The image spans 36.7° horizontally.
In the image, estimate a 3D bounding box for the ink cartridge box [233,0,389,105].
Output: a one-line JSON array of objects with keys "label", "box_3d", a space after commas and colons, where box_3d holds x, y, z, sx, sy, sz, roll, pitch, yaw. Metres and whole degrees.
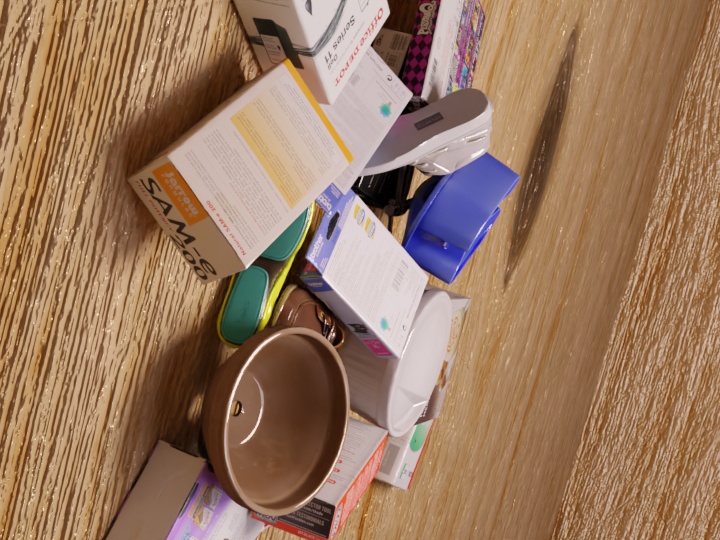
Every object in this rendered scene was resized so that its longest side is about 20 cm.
[{"label": "ink cartridge box", "box_3d": [-0.051, -0.288, 1.090, 0.147, 0.083, 0.200, -60, 154, -23]}]

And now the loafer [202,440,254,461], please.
[{"label": "loafer", "box_3d": [-0.114, 0.203, 1.319, 0.200, 0.062, 0.073, -9, 115, -63]}]

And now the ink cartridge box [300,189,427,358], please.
[{"label": "ink cartridge box", "box_3d": [0.000, 0.000, 1.280, 0.200, 0.042, 0.120, 49, 51, -38]}]

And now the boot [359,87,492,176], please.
[{"label": "boot", "box_3d": [0.068, -0.140, 1.295, 0.198, 0.074, 0.096, -20, 145, -4]}]

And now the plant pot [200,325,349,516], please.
[{"label": "plant pot", "box_3d": [-0.108, 0.158, 1.181, 0.200, 0.092, 0.203, -7, 99, -51]}]

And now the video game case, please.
[{"label": "video game case", "box_3d": [0.108, -0.275, 1.374, 0.181, 0.036, 0.202, 37, 62, -65]}]

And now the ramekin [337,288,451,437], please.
[{"label": "ramekin", "box_3d": [0.041, 0.111, 1.441, 0.203, 0.094, 0.204, -52, 151, -44]}]

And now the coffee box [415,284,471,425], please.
[{"label": "coffee box", "box_3d": [0.095, 0.129, 1.691, 0.114, 0.079, 0.202, 4, 103, -65]}]

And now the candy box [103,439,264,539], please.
[{"label": "candy box", "box_3d": [-0.198, 0.306, 1.204, 0.169, 0.071, 0.200, -63, 154, -20]}]

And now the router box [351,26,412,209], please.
[{"label": "router box", "box_3d": [0.035, -0.186, 1.381, 0.149, 0.051, 0.202, 26, 83, -67]}]

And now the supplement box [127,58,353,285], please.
[{"label": "supplement box", "box_3d": [-0.110, -0.098, 1.046, 0.126, 0.073, 0.200, 56, 47, -15]}]

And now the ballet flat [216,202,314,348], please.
[{"label": "ballet flat", "box_3d": [-0.107, -0.009, 1.207, 0.067, 0.066, 0.201, 56, 56, -86]}]

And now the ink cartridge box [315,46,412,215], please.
[{"label": "ink cartridge box", "box_3d": [-0.032, -0.167, 1.200, 0.119, 0.042, 0.201, 46, 56, -23]}]

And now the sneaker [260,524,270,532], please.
[{"label": "sneaker", "box_3d": [-0.090, 0.286, 1.381, 0.200, 0.104, 0.076, -40, 143, -48]}]

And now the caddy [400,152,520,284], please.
[{"label": "caddy", "box_3d": [0.118, -0.080, 1.398, 0.200, 0.105, 0.142, -50, 169, -44]}]

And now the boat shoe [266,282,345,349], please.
[{"label": "boat shoe", "box_3d": [-0.060, 0.062, 1.284, 0.073, 0.067, 0.200, -66, 169, -3]}]

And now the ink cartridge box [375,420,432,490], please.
[{"label": "ink cartridge box", "box_3d": [0.097, 0.296, 1.852, 0.162, 0.050, 0.200, -68, 153, -9]}]

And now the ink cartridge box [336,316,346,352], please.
[{"label": "ink cartridge box", "box_3d": [-0.005, 0.078, 1.498, 0.200, 0.047, 0.161, 23, 85, -71]}]

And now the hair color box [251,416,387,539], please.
[{"label": "hair color box", "box_3d": [-0.045, 0.243, 1.311, 0.200, 0.101, 0.062, -40, 146, -65]}]

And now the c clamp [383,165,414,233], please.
[{"label": "c clamp", "box_3d": [0.074, -0.114, 1.440, 0.200, 0.027, 0.172, -33, 133, -61]}]
